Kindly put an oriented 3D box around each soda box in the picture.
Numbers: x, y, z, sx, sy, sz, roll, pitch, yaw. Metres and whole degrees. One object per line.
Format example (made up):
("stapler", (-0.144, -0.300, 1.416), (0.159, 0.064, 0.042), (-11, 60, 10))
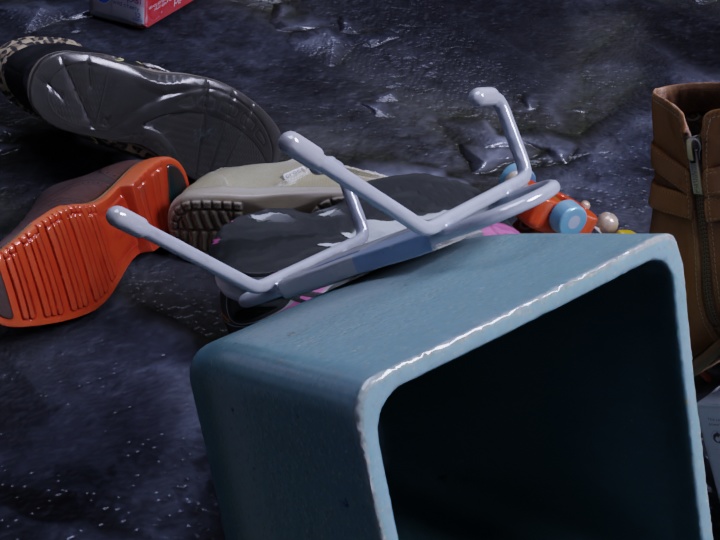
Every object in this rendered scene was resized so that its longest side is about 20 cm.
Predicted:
("soda box", (-0.169, -0.293, 1.353), (0.063, 0.070, 0.200), (19, 36, 19))

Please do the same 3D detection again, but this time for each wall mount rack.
("wall mount rack", (-0.013, -0.031, 0.706), (0.200, 0.075, 0.174), (-20, 3, 39))

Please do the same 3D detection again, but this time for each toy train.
("toy train", (0.170, 0.008, 0.926), (0.150, 0.056, 0.200), (17, 18, -44))

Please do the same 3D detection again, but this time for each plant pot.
("plant pot", (0.026, 0.090, 0.706), (0.195, 0.197, 0.200), (-23, 22, -34))

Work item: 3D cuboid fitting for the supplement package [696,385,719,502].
("supplement package", (0.303, 0.077, 0.772), (0.155, 0.111, 0.200), (-3, 21, 46))

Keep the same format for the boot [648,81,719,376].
("boot", (0.163, -0.016, 0.749), (0.077, 0.156, 0.200), (-27, 16, -27))

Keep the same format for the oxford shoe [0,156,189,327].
("oxford shoe", (-0.193, -0.018, 0.958), (0.072, 0.071, 0.200), (3, 23, 29))

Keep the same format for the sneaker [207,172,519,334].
("sneaker", (0.000, 0.000, 0.920), (0.199, 0.087, 0.080), (-9, 41, -16))

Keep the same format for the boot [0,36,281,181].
("boot", (-0.170, -0.121, 1.082), (0.199, 0.073, 0.150), (12, 7, -33))

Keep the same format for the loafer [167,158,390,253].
("loafer", (-0.028, -0.043, 0.994), (0.199, 0.076, 0.068), (6, 40, 3))
